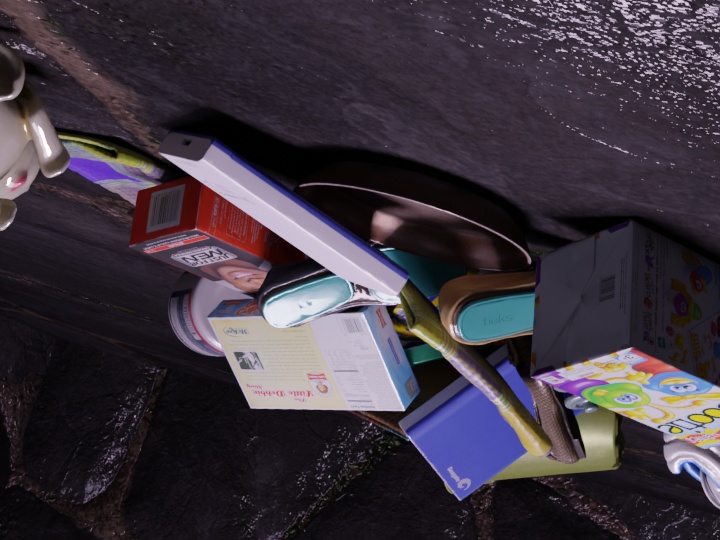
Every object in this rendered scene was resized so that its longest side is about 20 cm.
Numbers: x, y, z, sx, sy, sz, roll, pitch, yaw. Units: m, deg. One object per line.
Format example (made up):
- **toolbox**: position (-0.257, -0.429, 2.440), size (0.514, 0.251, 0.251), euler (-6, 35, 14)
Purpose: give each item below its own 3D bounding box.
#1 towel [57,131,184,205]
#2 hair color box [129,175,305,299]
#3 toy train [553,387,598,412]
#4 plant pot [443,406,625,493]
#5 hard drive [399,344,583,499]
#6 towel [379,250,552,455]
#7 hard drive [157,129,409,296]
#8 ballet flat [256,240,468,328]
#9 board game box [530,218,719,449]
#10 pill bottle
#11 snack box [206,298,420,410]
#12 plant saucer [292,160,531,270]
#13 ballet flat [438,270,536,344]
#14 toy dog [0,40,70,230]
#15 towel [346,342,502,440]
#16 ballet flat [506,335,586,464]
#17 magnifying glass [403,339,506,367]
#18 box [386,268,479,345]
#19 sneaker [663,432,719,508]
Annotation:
- **towel**: position (-0.221, -0.088, 1.509), size (0.143, 0.023, 0.200), euler (12, 169, 33)
- **hair color box**: position (-0.112, -0.026, 1.487), size (0.101, 0.061, 0.200), euler (-12, 155, 43)
- **toy train**: position (0.222, 0.065, 1.390), size (0.114, 0.085, 0.200), euler (-16, 156, 12)
- **plant pot**: position (0.199, 0.155, 1.737), size (0.190, 0.200, 0.200), euler (1, 166, 16)
- **hard drive**: position (0.149, 0.130, 1.523), size (0.132, 0.200, 0.025), euler (53, -179, -44)
- **towel**: position (0.087, 0.075, 1.352), size (0.200, 0.023, 0.144), euler (45, -174, -31)
- **hard drive**: position (-0.065, -0.049, 1.279), size (0.200, 0.025, 0.132), euler (35, 174, -23)
- **ballet flat**: position (0.000, 0.000, 1.430), size (0.200, 0.073, 0.073), euler (-15, 164, 7)
- **board game box**: position (0.238, 0.054, 1.188), size (0.200, 0.105, 0.103), euler (23, 150, -32)
- **pill bottle**: position (-0.166, 0.044, 1.864), size (0.119, 0.120, 0.200), euler (20, 171, -17)
- **snack box**: position (-0.048, 0.082, 1.525), size (0.200, 0.037, 0.116), euler (-3, 121, 37)
- **plant saucer**: position (0.045, -0.046, 1.250), size (0.200, 0.032, 0.200), euler (17, 171, 3)
- **ballet flat**: position (0.158, 0.019, 1.271), size (0.200, 0.069, 0.063), euler (-2, -156, -15)
- **toy dog**: position (-0.329, -0.112, 1.240), size (0.194, 0.140, 0.200), euler (28, 173, 14)
- **towel**: position (0.082, 0.106, 1.620), size (0.147, 0.200, 0.022), euler (19, 133, 52)
- **ballet flat**: position (0.167, 0.118, 1.458), size (0.046, 0.067, 0.200), euler (-16, 134, 12)
- **magnifying glass**: position (0.109, 0.071, 1.537), size (0.200, 0.022, 0.080), euler (-13, 174, 3)
- **box**: position (0.062, 0.031, 1.555), size (0.070, 0.064, 0.200), euler (18, 171, -4)
- **sneaker**: position (0.391, 0.170, 1.510), size (0.200, 0.147, 0.081), euler (19, 170, -7)
